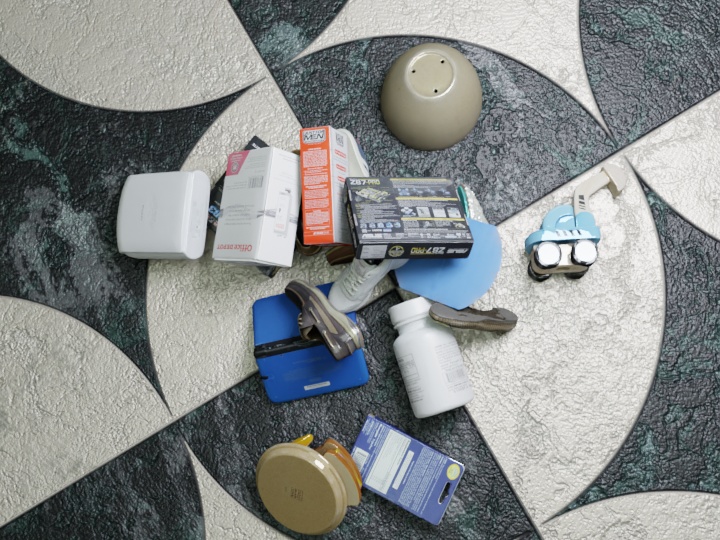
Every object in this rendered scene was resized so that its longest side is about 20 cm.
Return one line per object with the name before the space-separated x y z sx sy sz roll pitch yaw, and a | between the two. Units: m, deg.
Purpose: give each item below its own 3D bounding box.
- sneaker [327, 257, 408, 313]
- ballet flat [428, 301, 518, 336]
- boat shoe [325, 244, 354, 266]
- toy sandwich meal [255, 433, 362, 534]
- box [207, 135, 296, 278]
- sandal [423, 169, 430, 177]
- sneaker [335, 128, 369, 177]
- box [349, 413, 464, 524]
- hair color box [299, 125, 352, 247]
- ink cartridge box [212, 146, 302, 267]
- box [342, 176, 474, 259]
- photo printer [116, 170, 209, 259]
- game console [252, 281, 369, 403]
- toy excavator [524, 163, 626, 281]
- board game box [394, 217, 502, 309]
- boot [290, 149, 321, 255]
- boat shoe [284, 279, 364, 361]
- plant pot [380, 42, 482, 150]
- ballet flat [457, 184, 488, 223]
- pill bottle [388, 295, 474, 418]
sneaker | 0.000 0.000 1.292 0.200 0.099 0.075 -46 68 21
ballet flat | 0.200 0.091 1.292 0.067 0.199 0.047 49 124 46
boat shoe | 0.033 -0.036 1.359 0.198 0.072 0.068 -14 83 5
toy sandwich meal | -0.096 0.383 1.316 0.203 0.070 0.207 8 111 21
box | -0.188 -0.124 1.407 0.199 0.050 0.199 38 89 9
sandal | 0.154 -0.091 1.356 0.047 0.075 0.202 -12 91 6
sneaker | -0.007 -0.166 1.375 0.074 0.084 0.202 -13 87 17
box | 0.077 0.362 1.323 0.199 0.032 0.122 26 86 11
hair color box | -0.060 -0.146 1.294 0.061 0.101 0.202 -2 88 17
ink cartridge box | -0.183 -0.110 1.308 0.146 0.082 0.202 3 83 47
box | 0.078 -0.092 1.236 0.198 0.049 0.162 -2 51 -13
photo printer | -0.385 -0.105 1.389 0.198 0.069 0.168 2 84 31
game console | -0.095 0.135 1.379 0.198 0.119 0.172 -12 113 5
toy excavator | 0.393 -0.093 1.323 0.192 0.100 0.202 -3 74 4
board game box | 0.158 -0.019 1.294 0.199 0.039 0.159 20 84 28
boot | -0.104 -0.132 1.340 0.073 0.075 0.202 -9 83 4
boat shoe | -0.080 0.087 1.295 0.073 0.075 0.200 -39 51 -18
plant pot | 0.131 -0.340 1.357 0.198 0.134 0.203 -1 83 7
ballet flat | 0.211 -0.058 1.355 0.071 0.072 0.202 -4 84 6
pill bottle | 0.121 0.152 1.305 0.113 0.114 0.202 -18 81 4
